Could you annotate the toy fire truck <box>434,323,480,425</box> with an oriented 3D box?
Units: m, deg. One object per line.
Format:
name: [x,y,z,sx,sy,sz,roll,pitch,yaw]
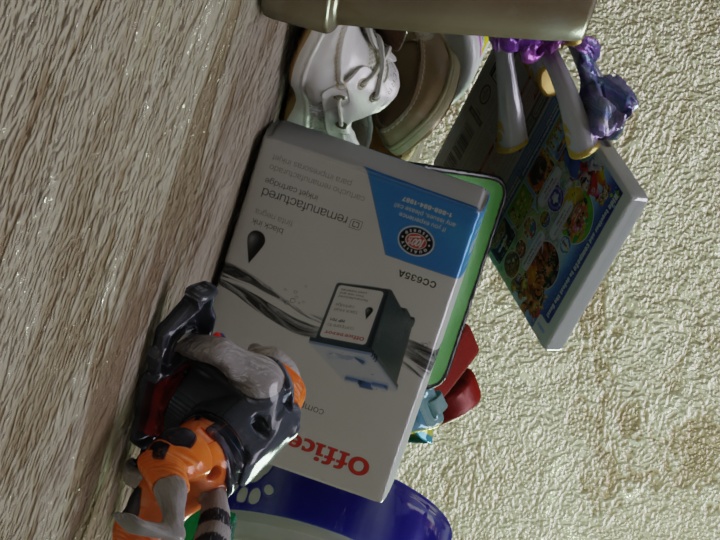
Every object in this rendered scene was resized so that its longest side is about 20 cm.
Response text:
toy fire truck: [-0.011,0.086,1.977,0.168,0.199,0.113,-45,121,-55]

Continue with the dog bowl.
dog bowl: [-0.035,0.203,1.897,0.200,0.199,0.079,102,6,-66]

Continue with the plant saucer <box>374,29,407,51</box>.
plant saucer: [0.027,-0.242,1.653,0.200,0.034,0.202,-169,-90,-86]

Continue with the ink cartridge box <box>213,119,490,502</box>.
ink cartridge box: [-0.018,0.025,1.635,0.086,0.146,0.201,-62,171,-78]

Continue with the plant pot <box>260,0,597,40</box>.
plant pot: [0.058,-0.207,1.396,0.200,0.172,0.201,18,90,-86]

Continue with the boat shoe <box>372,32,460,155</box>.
boat shoe: [0.022,-0.157,1.765,0.072,0.065,0.201,-36,-148,29]

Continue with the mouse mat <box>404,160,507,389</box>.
mouse mat: [0.000,0.000,1.733,0.008,0.199,0.162,37,-66,52]

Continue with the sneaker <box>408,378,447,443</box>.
sneaker: [0.038,0.047,1.845,0.200,0.131,0.079,-42,-169,-18]

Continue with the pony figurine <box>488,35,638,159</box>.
pony figurine: [0.112,-0.176,1.705,0.166,0.201,0.193,-29,-164,-20]

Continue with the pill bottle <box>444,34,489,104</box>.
pill bottle: [0.050,-0.189,1.981,0.200,0.104,0.105,-63,171,-71]

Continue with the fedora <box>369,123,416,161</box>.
fedora: [-0.009,-0.069,1.829,0.201,0.081,0.202,19,90,-87]

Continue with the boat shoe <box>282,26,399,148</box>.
boat shoe: [-0.007,-0.130,1.640,0.200,0.069,0.071,101,8,-70]

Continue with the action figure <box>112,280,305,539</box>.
action figure: [-0.088,0.119,1.420,0.194,0.104,0.201,-56,166,-40]

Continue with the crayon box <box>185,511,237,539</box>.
crayon box: [-0.135,0.249,1.698,0.200,0.058,0.119,105,5,-53]

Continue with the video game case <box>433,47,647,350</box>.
video game case: [0.124,-0.064,1.828,0.144,0.018,0.200,-62,-140,34]
